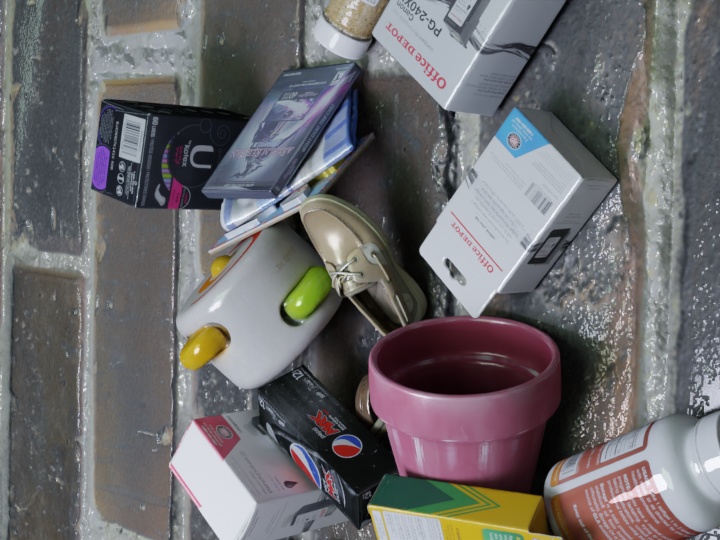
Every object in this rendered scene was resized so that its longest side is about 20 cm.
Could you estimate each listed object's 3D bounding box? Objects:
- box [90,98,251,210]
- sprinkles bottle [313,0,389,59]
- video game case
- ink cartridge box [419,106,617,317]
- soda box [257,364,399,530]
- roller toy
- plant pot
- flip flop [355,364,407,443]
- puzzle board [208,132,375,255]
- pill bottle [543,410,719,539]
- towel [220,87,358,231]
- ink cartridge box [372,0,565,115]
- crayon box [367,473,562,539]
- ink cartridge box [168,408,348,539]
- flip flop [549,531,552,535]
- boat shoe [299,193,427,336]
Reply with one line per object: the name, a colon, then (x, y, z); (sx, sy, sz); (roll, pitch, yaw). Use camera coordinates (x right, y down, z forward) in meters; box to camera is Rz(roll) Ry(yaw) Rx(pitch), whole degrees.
box: (-0.227, -0.146, 1.595); (0.106, 0.200, 0.122); (21, 106, 42)
sprinkles bottle: (0.017, -0.343, 1.439); (0.068, 0.068, 0.200); (50, 124, 30)
video game case: (-0.096, -0.168, 1.503); (0.143, 0.019, 0.200); (4, 55, 49)
ink cartridge box: (0.161, -0.058, 1.313); (0.116, 0.067, 0.200); (52, 124, 29)
soda box: (-0.036, 0.198, 1.417); (0.200, 0.071, 0.063); (41, 146, 38)
roller toy: (-0.126, 0.037, 1.494); (0.200, 0.182, 0.140); (-44, 101, 10)
plant pot: (0.110, 0.165, 1.303); (0.200, 0.200, 0.179); (18, 120, 42)
flip flop: (0.020, 0.152, 1.437); (0.058, 0.081, 0.200); (31, 131, 8)
puzzle board: (-0.086, -0.095, 1.504); (0.200, 0.151, 0.017); (-24, 109, 41)
pill bottle: (0.281, 0.203, 1.178); (0.200, 0.112, 0.112); (-32, 70, 41)
towel: (-0.087, -0.137, 1.496); (0.200, 0.024, 0.147); (-31, 32, 23)
ink cartridge box: (0.122, -0.285, 1.319); (0.145, 0.083, 0.200); (51, 124, 30)
crayon box: (0.117, 0.275, 1.233); (0.200, 0.052, 0.126); (4, 127, 26)
ink cartridge box: (-0.102, 0.240, 1.491); (0.146, 0.200, 0.085); (47, 121, 32)
flip flop: (0.171, 0.368, 1.319); (0.058, 0.081, 0.200); (24, 104, 21)
boat shoe: (0.000, 0.000, 1.400); (0.072, 0.065, 0.200); (-24, 116, 35)
